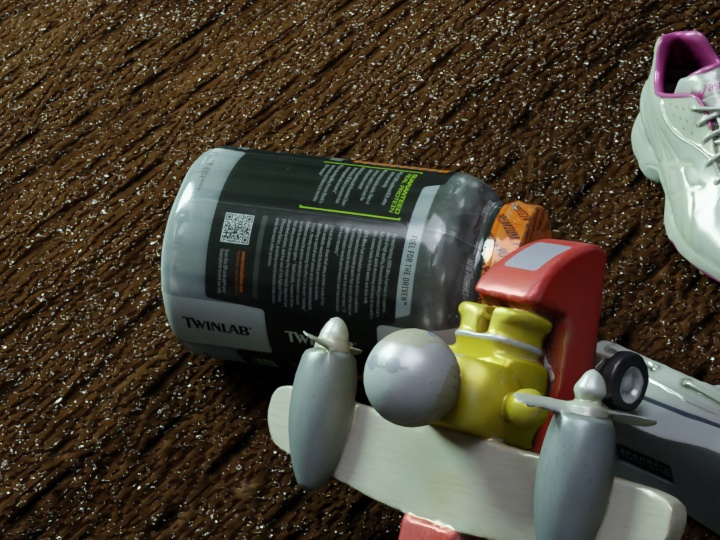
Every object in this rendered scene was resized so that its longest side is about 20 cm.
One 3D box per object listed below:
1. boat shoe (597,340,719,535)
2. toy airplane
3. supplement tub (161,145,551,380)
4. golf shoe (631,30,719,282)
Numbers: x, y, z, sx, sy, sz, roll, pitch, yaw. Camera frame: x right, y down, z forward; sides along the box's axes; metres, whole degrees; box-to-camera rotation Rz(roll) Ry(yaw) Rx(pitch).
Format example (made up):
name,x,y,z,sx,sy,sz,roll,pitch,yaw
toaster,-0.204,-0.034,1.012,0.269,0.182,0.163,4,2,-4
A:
name,x,y,z,sx,sy,sz,roll,pitch,yaw
boat shoe,0.181,0.089,0.890,0.199,0.072,0.066,21,51,42
toy airplane,0.042,0.086,0.824,0.199,0.141,0.200,-30,42,18
supplement tub,0.000,0.000,0.981,0.199,0.123,0.123,8,42,18
golf shoe,0.213,-0.067,1.054,0.075,0.092,0.200,-13,41,-9
